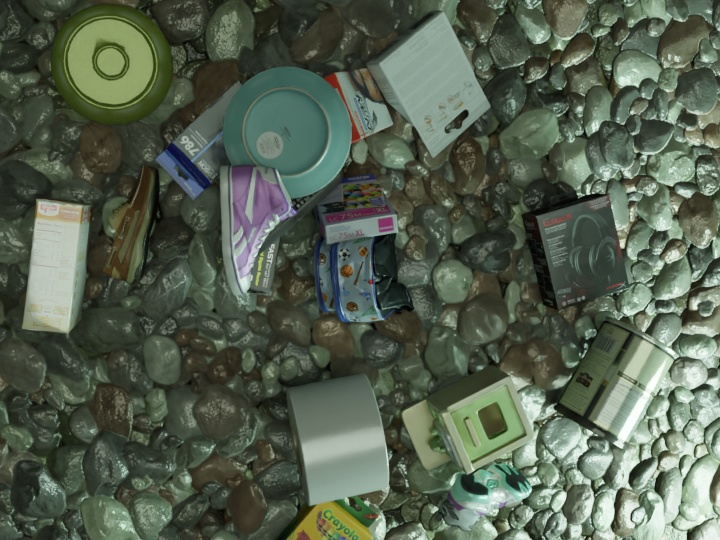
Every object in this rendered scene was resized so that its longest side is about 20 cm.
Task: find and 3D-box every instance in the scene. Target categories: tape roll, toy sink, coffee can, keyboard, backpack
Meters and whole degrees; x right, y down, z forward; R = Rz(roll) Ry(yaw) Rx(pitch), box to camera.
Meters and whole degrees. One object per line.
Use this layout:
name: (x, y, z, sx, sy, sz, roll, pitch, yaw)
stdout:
tape roll: (-0.043, 0.286, 1.444, 0.138, 0.203, 0.204, -9, 97, -10)
toy sink: (0.193, 0.280, 1.533, 0.199, 0.112, 0.131, -24, 98, -8)
coffee can: (0.469, 0.207, 1.561, 0.146, 0.146, 0.201, 31, 89, -12)
keyboard: (-0.136, -0.128, 1.328, 0.200, 0.021, 0.127, -42, 99, -3)
backpack: (0.000, 0.000, 1.433, 0.153, 0.191, 0.201, -10, 97, 7)

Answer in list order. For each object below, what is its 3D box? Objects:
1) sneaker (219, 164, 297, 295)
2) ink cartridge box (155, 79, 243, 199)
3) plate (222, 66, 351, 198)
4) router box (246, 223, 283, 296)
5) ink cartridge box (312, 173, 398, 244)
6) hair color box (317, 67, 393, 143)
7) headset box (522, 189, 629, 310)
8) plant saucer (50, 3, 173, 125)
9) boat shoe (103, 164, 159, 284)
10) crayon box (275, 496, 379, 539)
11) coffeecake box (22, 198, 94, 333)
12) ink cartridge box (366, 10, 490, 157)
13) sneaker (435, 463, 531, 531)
sneaker: (-0.153, -0.058, 1.283, 0.114, 0.073, 0.201, -1, 108, -5)
ink cartridge box: (-0.246, -0.222, 1.444, 0.200, 0.039, 0.099, -45, 102, -3)
plate: (-0.113, -0.211, 1.292, 0.199, 0.026, 0.201, 0, 96, 0)
router box: (-0.166, -0.066, 1.415, 0.062, 0.150, 0.201, 9, 93, -10)
ink cartridge box: (-0.019, -0.112, 1.417, 0.119, 0.200, 0.042, -10, 119, -8)
hair color box: (-0.015, -0.271, 1.400, 0.064, 0.200, 0.111, -20, 99, 20)
headset box: (0.395, -0.046, 1.561, 0.148, 0.077, 0.201, -16, 99, -9)
plant saucer: (-0.414, -0.344, 1.406, 0.199, 0.031, 0.201, -1, 95, -10)
boat shoe: (-0.385, -0.078, 1.413, 0.073, 0.076, 0.201, 12, 92, -8)
crayon box: (-0.070, 0.490, 1.533, 0.127, 0.051, 0.200, 41, 86, -11)
coffeecake box: (-0.483, -0.012, 1.359, 0.073, 0.153, 0.201, 7, 93, -11)
ink cartridge box: (0.123, -0.328, 1.496, 0.162, 0.057, 0.200, -42, 122, -16)
sneaker: (0.218, 0.432, 1.573, 0.199, 0.078, 0.140, 8, 126, -38)
